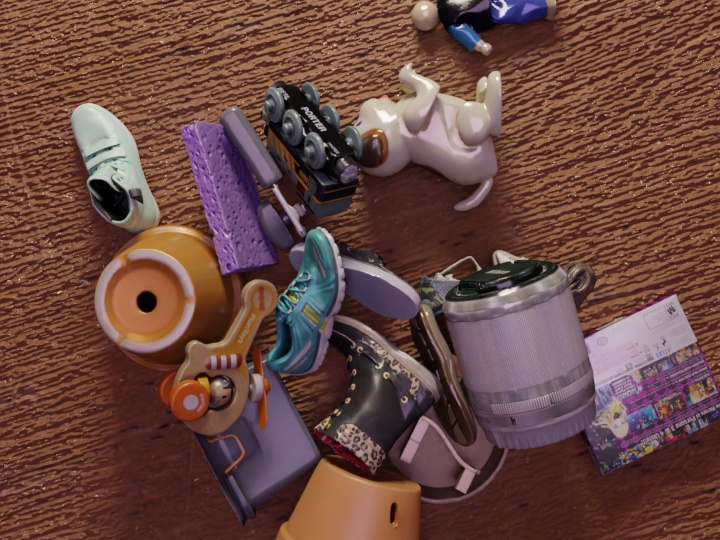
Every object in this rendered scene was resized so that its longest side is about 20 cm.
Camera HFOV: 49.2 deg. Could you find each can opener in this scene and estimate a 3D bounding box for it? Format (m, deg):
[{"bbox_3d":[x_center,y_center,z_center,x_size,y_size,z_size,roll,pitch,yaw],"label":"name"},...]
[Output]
[{"bbox_3d":[-0.133,-0.124,1.061,0.066,0.053,0.202,-28,98,0],"label":"can opener"}]

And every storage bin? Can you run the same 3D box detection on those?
[{"bbox_3d":[-0.145,0.213,1.053,0.133,0.146,0.202,-29,89,-10],"label":"storage bin"}]

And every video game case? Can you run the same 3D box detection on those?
[{"bbox_3d":[0.383,0.157,1.092,0.198,0.036,0.183,-26,88,0],"label":"video game case"}]

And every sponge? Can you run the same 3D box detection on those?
[{"bbox_3d":[-0.174,-0.098,1.065,0.029,0.111,0.203,-17,88,24],"label":"sponge"}]

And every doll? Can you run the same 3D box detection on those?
[{"bbox_3d":[0.169,-0.367,1.097,0.197,0.048,0.139,-8,88,0],"label":"doll"}]

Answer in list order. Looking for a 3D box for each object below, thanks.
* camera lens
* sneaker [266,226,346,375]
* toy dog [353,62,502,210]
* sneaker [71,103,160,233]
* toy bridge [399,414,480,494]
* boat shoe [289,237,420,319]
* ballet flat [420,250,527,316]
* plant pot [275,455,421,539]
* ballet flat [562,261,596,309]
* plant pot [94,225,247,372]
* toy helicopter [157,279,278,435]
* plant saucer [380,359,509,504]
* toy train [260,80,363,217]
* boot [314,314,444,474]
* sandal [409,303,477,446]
[{"bbox_3d":[0.198,0.097,0.976,0.158,0.160,0.203,-17,97,0],"label":"camera lens"},{"bbox_3d":[-0.072,0.044,1.011,0.079,0.077,0.203,3,107,-34],"label":"sneaker"},{"bbox_3d":[0.083,-0.182,1.066,0.197,0.140,0.197,-2,108,2],"label":"toy dog"},{"bbox_3d":[-0.343,-0.147,1.064,0.073,0.118,0.202,-29,88,2],"label":"sneaker"},{"bbox_3d":[0.075,0.229,1.070,0.198,0.027,0.068,27,88,2],"label":"toy bridge"},{"bbox_3d":[0.000,0.000,1.069,0.198,0.071,0.066,20,48,22],"label":"boat shoe"},{"bbox_3d":[0.175,0.008,1.082,0.197,0.074,0.075,-15,89,-1],"label":"ballet flat"},{"bbox_3d":[-0.005,0.328,1.013,0.197,0.200,0.142,15,88,1],"label":"plant pot"},{"bbox_3d":[0.250,0.077,1.059,0.067,0.046,0.202,41,115,30],"label":"ballet flat"},{"bbox_3d":[-0.258,0.037,1.027,0.197,0.183,0.203,0,89,1],"label":"plant pot"},{"bbox_3d":[-0.151,0.109,0.971,0.131,0.079,0.202,30,81,-26],"label":"toy helicopter"},{"bbox_3d":[0.111,0.222,1.098,0.197,0.029,0.203,0,88,1],"label":"plant saucer"},{"bbox_3d":[-0.070,-0.164,1.041,0.084,0.115,0.200,-16,51,-32],"label":"toy train"},{"bbox_3d":[-0.008,0.158,1.036,0.199,0.073,0.151,32,68,21],"label":"boot"},{"bbox_3d":[0.121,0.136,1.056,0.053,0.080,0.203,-17,84,-21],"label":"sandal"}]
